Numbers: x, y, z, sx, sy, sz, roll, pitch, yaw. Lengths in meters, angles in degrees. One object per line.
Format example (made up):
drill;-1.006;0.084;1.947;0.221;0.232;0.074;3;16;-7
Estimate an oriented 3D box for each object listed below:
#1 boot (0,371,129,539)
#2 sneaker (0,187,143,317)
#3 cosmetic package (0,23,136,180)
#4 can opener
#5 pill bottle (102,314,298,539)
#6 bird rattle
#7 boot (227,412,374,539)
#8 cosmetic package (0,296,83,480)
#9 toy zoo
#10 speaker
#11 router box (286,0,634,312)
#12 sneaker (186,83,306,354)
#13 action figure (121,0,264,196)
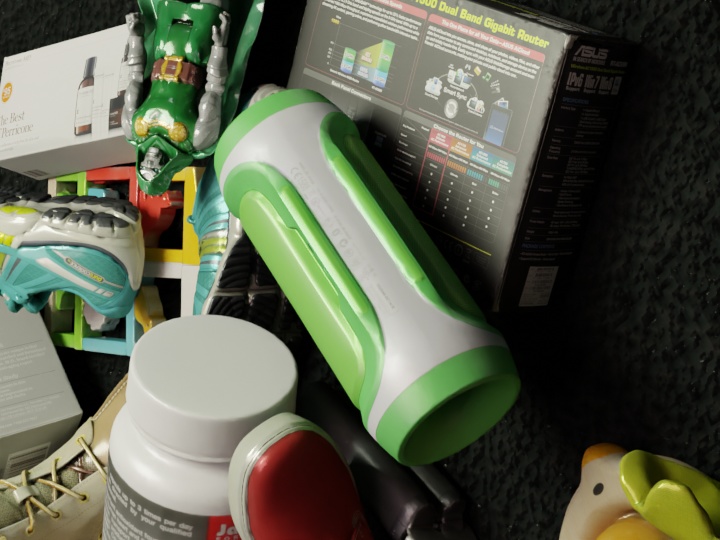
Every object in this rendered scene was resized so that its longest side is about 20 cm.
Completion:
boot;-0.210;0.148;1.080;0.072;0.154;0.201;50;124;29
sneaker;-0.240;-0.011;1.103;0.199;0.077;0.080;8;107;23
cosmetic package;-0.175;-0.118;1.107;0.199;0.050;0.083;-7;71;42
can opener;0.025;0.147;0.923;0.200;0.053;0.067;46;119;36
pill bottle;-0.095;0.136;0.958;0.114;0.113;0.201;39;133;37
bird rattle;0.160;0.166;0.787;0.163;0.112;0.201;24;120;54
boot;0.004;0.177;0.871;0.144;0.072;0.201;37;154;47
cosmetic package;-0.282;0.058;1.186;0.201;0.090;0.107;58;147;25
toy zoo;-0.153;-0.006;1.119;0.199;0.020;0.132;2;92;44
speaker;0.000;0.000;0.839;0.089;0.088;0.200;-51;58;31
router box;0.042;-0.082;0.899;0.199;0.062;0.151;28;111;41
sneaker;-0.072;-0.016;1.015;0.079;0.077;0.201;8;86;53
action figure;-0.106;-0.142;0.998;0.117;0.055;0.201;7;79;20
